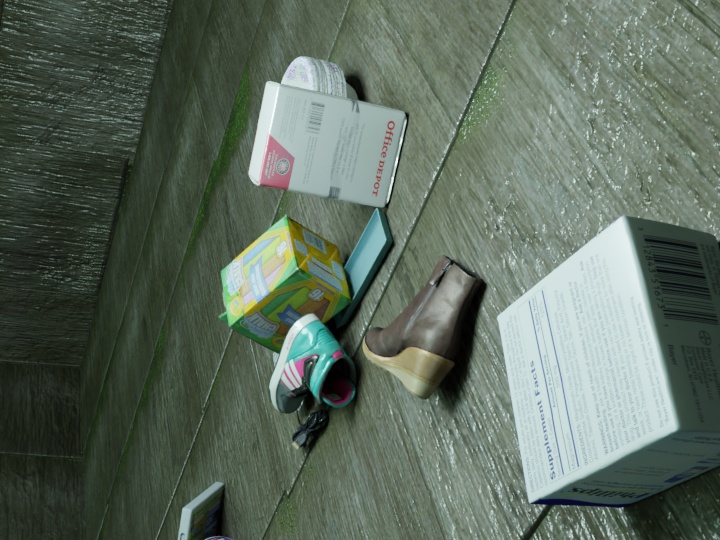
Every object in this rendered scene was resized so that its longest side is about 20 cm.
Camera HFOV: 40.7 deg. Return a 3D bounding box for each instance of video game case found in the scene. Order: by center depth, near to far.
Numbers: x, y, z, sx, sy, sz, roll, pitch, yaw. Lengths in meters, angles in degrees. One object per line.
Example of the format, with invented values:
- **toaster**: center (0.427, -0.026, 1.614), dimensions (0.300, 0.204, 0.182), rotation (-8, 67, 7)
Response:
- **video game case**: center (-0.321, 0.529, 1.908), dimensions (0.200, 0.022, 0.184), rotation (-12, -68, -80)

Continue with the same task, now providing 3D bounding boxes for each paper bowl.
- **paper bowl**: center (-0.071, -0.244, 1.605), dimensions (0.200, 0.104, 0.202), rotation (-172, 90, -66)

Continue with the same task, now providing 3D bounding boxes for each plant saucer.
- **plant saucer**: center (0.000, 0.000, 1.475), dimensions (0.070, 0.019, 0.201), rotation (-104, 33, -41)

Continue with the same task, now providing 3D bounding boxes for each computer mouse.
- **computer mouse**: center (-0.102, 0.193, 1.619), dimensions (0.110, 0.044, 0.201), rotation (117, 145, -46)

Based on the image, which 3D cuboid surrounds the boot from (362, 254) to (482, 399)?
- **boot**: center (0.081, 0.059, 1.240), dimensions (0.167, 0.072, 0.200), rotation (-67, 24, 5)

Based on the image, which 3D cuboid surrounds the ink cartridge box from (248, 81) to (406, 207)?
- **ink cartridge box**: center (-0.049, -0.183, 1.420), dimensions (0.083, 0.199, 0.148), rotation (-141, 62, -67)

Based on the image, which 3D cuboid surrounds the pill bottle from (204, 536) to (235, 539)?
- **pill bottle**: center (-0.249, 0.541, 1.754), dimensions (0.200, 0.111, 0.112), rotation (158, 118, -63)

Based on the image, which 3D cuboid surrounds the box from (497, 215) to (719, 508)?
- **box**: center (0.223, 0.087, 0.831), dimensions (0.200, 0.104, 0.185), rotation (133, 138, -52)

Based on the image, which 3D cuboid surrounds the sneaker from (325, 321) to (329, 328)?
- **sneaker**: center (-0.088, 0.062, 1.582), dimensions (0.082, 0.077, 0.201), rotation (-59, 35, 33)

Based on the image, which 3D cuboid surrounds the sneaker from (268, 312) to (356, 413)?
- **sneaker**: center (-0.067, 0.173, 1.471), dimensions (0.121, 0.083, 0.201), rotation (43, 136, 27)

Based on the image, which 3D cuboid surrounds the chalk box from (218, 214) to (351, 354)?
- **chalk box**: center (-0.133, 0.038, 1.505), dimensions (0.200, 0.124, 0.124), rotation (-40, 43, 23)
